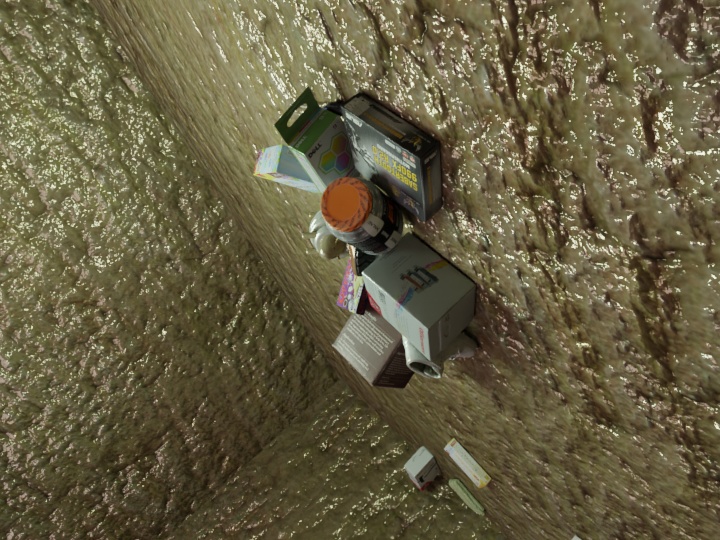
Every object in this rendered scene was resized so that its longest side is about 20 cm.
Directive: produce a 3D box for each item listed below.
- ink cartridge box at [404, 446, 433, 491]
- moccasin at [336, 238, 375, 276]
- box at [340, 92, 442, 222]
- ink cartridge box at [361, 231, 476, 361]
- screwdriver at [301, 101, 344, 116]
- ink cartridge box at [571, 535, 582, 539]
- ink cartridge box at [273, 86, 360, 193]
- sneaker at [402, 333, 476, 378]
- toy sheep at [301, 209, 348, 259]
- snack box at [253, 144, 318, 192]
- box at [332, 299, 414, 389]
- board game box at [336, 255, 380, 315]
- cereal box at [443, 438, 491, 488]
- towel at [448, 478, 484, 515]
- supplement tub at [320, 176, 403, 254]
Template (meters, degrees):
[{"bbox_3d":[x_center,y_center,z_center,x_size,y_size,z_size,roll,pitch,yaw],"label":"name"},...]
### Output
[{"bbox_3d":[0.318,1.017,2.736,0.083,0.144,0.201,34,157,41],"label":"ink cartridge box"},{"bbox_3d":[-0.011,-0.087,1.219,0.077,0.073,0.205,14,120,52],"label":"moccasin"},{"bbox_3d":[0.056,-0.199,0.939,0.200,0.048,0.159,42,162,30],"label":"box"},{"bbox_3d":[0.126,0.055,1.130,0.200,0.144,0.146,42,162,30],"label":"ink cartridge box"},{"bbox_3d":[-0.078,-0.323,1.072,0.199,0.028,0.030,22,119,56],"label":"screwdriver"},{"bbox_3d":[0.652,0.878,1.517,0.126,0.128,0.199,56,163,-19],"label":"ink cartridge box"},{"bbox_3d":[-0.072,-0.240,1.036,0.059,0.104,0.200,33,167,37],"label":"ink cartridge box"},{"bbox_3d":[0.181,0.195,1.198,0.197,0.117,0.074,15,138,-21],"label":"sneaker"},{"bbox_3d":[-0.067,-0.099,1.323,0.202,0.136,0.139,-82,-28,-47],"label":"toy sheep"},{"bbox_3d":[-0.139,-0.230,1.229,0.166,0.069,0.199,13,-177,-27],"label":"snack box"},{"bbox_3d":[0.071,0.165,1.339,0.166,0.202,0.163,39,-170,35],"label":"box"},{"bbox_3d":[0.000,0.000,1.311,0.032,0.204,0.120,15,179,-22],"label":"board game box"},{"bbox_3d":[0.411,0.746,2.064,0.200,0.039,0.144,46,163,19],"label":"cereal box"},{"bbox_3d":[0.507,1.082,2.551,0.200,0.036,0.149,48,163,13],"label":"towel"},{"bbox_3d":[0.004,-0.106,1.040,0.123,0.123,0.200,45,-172,20],"label":"supplement tub"}]
